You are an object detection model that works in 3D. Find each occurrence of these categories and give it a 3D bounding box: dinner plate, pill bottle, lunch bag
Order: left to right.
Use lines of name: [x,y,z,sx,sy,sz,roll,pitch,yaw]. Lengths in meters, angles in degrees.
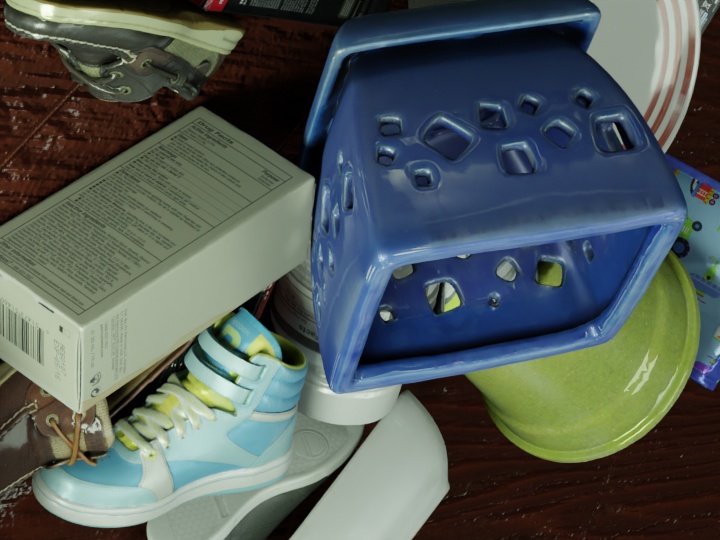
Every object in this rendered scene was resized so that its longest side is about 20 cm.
pill bottle: [0.000,0.000,1.668,0.114,0.114,0.201,-26,139,-46]
dinner plate: [0.167,-0.146,1.692,0.200,0.024,0.201,-15,112,-41]
lunch bag: [0.256,-0.008,1.989,0.151,0.200,0.094,-60,152,4]

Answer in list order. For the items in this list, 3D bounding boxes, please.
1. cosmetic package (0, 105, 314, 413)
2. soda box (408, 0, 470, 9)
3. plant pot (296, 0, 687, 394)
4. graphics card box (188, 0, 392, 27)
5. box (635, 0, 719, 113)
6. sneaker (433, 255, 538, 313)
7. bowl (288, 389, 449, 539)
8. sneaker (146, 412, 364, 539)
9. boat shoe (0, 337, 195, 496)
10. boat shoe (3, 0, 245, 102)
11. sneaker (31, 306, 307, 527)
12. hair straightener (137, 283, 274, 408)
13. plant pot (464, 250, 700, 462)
cosmetic package: [-0.132,-0.010,1.453,0.200,0.103,0.073,-33,144,-37]
soda box: [0.070,-0.174,1.583,0.200,0.063,0.068,81,24,-74]
plant pot: [0.065,-0.055,1.479,0.199,0.180,0.200,-9,156,-14]
graphics card box: [-0.032,-0.216,1.465,0.200,0.051,0.126,-2,119,-57]
box: [0.150,-0.158,1.743,0.157,0.050,0.200,32,89,-29]
sneaker: [0.087,-0.021,1.709,0.081,0.074,0.201,-4,121,-26]
bowl: [-0.009,0.202,1.821,0.200,0.075,0.200,-50,178,-23]
sneaker: [-0.078,0.173,1.772,0.200,0.071,0.099,-36,150,-31]
boat shoe: [-0.181,0.085,1.499,0.200,0.072,0.072,-43,149,-28]
boat shoe: [-0.133,-0.126,1.363,0.200,0.073,0.065,1,112,-59]
sneaker: [-0.119,0.087,1.565,0.200,0.080,0.131,-14,133,-41]
hair straightener: [-0.119,0.052,1.622,0.077,0.041,0.200,9,117,-40]
plant pot: [0.134,0.028,1.863,0.201,0.200,0.184,-58,142,0]
